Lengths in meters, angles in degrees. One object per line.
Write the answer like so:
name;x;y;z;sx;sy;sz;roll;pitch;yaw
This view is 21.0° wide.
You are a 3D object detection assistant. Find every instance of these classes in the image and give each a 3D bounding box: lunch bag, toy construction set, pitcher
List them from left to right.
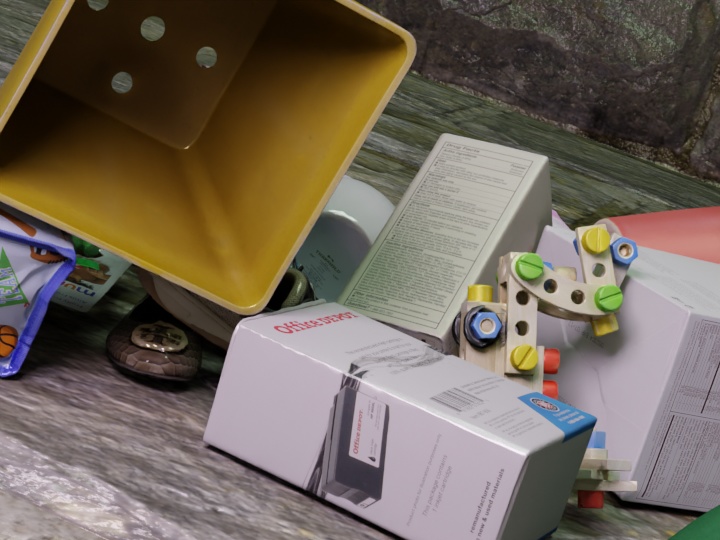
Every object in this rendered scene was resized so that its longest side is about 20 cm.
lunch bag;-0.290;-0.040;1.183;0.199;0.124;0.170;18;26;-27
pitcher;0.000;0.000;1.551;0.171;0.121;0.200;41;8;-1
toy construction set;0.130;0.066;1.322;0.130;0.201;0.092;3;-21;-10

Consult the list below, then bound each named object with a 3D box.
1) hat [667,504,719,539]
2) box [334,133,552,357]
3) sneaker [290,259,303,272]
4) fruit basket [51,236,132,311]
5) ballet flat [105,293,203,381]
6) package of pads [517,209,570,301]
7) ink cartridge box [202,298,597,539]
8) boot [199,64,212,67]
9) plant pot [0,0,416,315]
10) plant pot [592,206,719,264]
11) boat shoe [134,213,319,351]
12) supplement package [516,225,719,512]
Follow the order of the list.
hat;0.257;0.136;1.150;0.199;0.177;0.165;9;15;-38
box;0.064;-0.004;1.436;0.094;0.078;0.200;15;49;24
sneaker;-0.066;-0.010;1.377;0.200;0.090;0.079;50;12;-27
fruit basket;-0.247;-0.040;1.376;0.184;0.094;0.200;20;16;4
ballet flat;-0.130;0.033;1.333;0.067;0.047;0.200;20;12;0
package of pads;0.142;0.016;1.640;0.075;0.121;0.200;16;12;-12
ink cartridge box;0.026;0.097;1.196;0.199;0.085;0.144;24;13;20
boot;-0.140;-0.082;1.537;0.072;0.167;0.200;12;14;-27
plant pot;-0.116;-0.125;1.202;0.199;0.201;0.177;26;13;-24
plant pot;0.283;0.034;1.656;0.176;0.202;0.200;4;16;-15
boat shoe;-0.058;0.028;1.315;0.200;0.065;0.072;33;23;-26
supplement package;0.241;0.079;1.449;0.199;0.148;0.191;11;14;-31
